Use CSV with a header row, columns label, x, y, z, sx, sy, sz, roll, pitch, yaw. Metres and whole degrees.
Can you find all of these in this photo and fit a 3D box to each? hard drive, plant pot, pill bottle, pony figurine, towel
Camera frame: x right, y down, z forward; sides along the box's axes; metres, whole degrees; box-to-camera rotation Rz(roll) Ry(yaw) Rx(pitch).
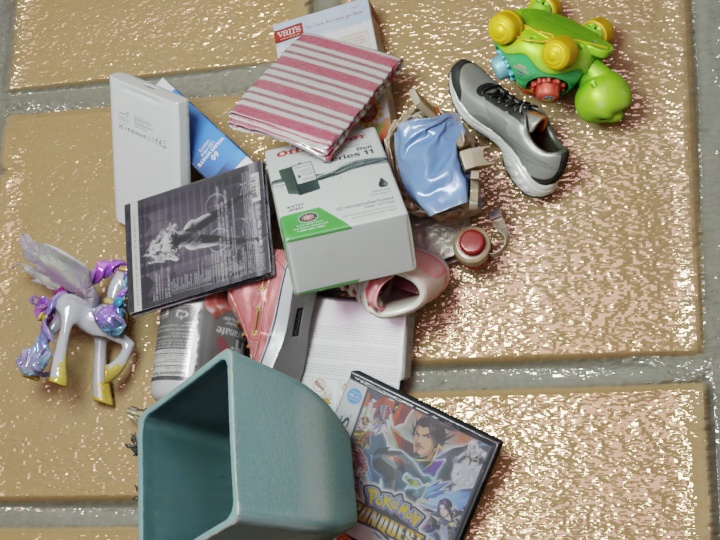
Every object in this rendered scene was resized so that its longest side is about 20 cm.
label,x,y,z,sx,sy,sz,roll,pitch,yaw
hard drive,-0.266,-0.138,1.706,0.131,0.027,0.202,24,124,35
plant pot,-0.115,0.233,1.503,0.196,0.199,0.198,-36,49,39
pill bottle,-0.199,0.111,1.653,0.110,0.111,0.202,2,76,17
pony figurine,-0.362,0.049,1.714,0.191,0.166,0.202,20,76,-12
towel,-0.053,-0.217,1.639,0.145,0.030,0.200,20,49,20
towel,0.039,-0.056,1.670,0.198,0.034,0.134,-13,71,14

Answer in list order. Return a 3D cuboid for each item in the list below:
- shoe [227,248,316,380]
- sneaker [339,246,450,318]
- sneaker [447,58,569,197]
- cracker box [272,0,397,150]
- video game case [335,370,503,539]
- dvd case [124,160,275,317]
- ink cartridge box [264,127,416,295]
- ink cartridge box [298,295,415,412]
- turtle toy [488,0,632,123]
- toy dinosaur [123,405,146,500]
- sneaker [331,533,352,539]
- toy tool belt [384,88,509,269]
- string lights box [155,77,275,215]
label,x,y,z,sx,sy,sz,roll,pitch,yaw
shoe,-0.115,0.071,1.614,0.090,0.071,0.202,17,98,32
sneaker,0.000,0.000,1.588,0.198,0.105,0.076,13,113,14
sneaker,0.184,-0.186,1.627,0.074,0.080,0.201,-24,68,-38
cracker box,-0.030,-0.235,1.725,0.133,0.058,0.202,-13,73,12
video game case,0.043,0.240,1.571,0.199,0.025,0.182,24,95,20
dvd case,-0.198,-0.038,1.628,0.198,0.016,0.150,-16,65,20
ink cartridge box,-0.027,-0.073,1.569,0.145,0.084,0.201,-13,36,-4
ink cartridge box,-0.037,0.120,1.641,0.198,0.044,0.176,5,91,17
turtle toy,0.240,-0.251,1.617,0.199,0.145,0.102,31,125,22
toy dinosaur,-0.248,0.243,1.644,0.047,0.088,0.201,-36,67,20
sneaker,-0.038,0.407,1.560,0.077,0.073,0.202,-13,67,36
toy tool belt,0.100,-0.107,1.580,0.124,0.123,0.202,-21,72,3
string lights box,-0.190,-0.151,1.726,0.200,0.103,0.059,43,91,21
